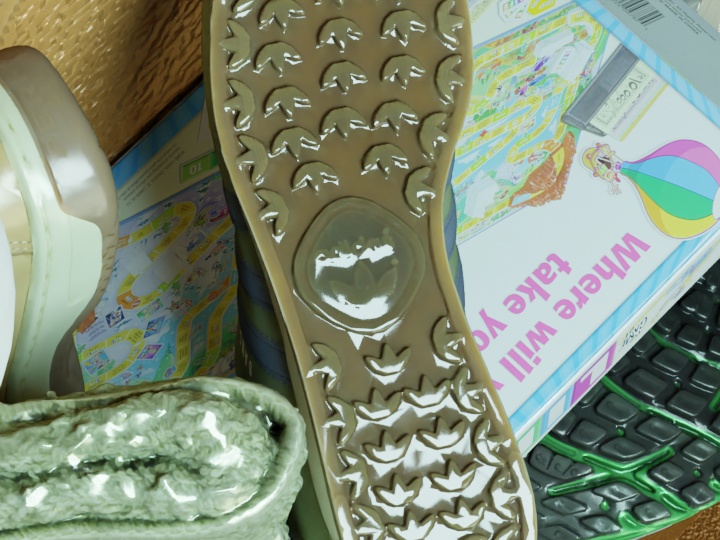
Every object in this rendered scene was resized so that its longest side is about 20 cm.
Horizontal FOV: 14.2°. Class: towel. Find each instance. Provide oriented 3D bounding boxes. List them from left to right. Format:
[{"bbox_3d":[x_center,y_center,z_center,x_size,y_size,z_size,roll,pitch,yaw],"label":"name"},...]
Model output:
[{"bbox_3d":[-0.112,0.068,0.652,0.200,0.037,0.148,-8,162,-5],"label":"towel"}]

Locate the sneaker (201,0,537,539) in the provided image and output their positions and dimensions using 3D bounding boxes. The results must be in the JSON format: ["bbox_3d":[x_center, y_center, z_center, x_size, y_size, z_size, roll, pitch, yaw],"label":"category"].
[{"bbox_3d":[-0.009,-0.008,0.720,0.067,0.201,0.090,-9,176,-16],"label":"sneaker"}]

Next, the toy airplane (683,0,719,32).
[{"bbox_3d":[0.114,-0.021,1.127,0.200,0.141,0.199,-42,137,-14],"label":"toy airplane"}]

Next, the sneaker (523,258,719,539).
[{"bbox_3d":[0.100,0.033,0.873,0.200,0.078,0.085,-35,162,-41],"label":"sneaker"}]

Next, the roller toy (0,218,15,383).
[{"bbox_3d":[-0.143,0.022,0.393,0.200,0.140,0.183,-41,166,-29],"label":"roller toy"}]

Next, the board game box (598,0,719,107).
[{"bbox_3d":[0.026,-0.005,0.929,0.103,0.105,0.200,-29,156,-53],"label":"board game box"}]

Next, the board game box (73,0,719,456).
[{"bbox_3d":[0.000,0.000,0.796,0.200,0.134,0.034,-44,167,-13],"label":"board game box"}]

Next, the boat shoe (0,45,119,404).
[{"bbox_3d":[-0.110,0.021,0.684,0.076,0.072,0.200,-25,154,-23],"label":"boat shoe"}]
